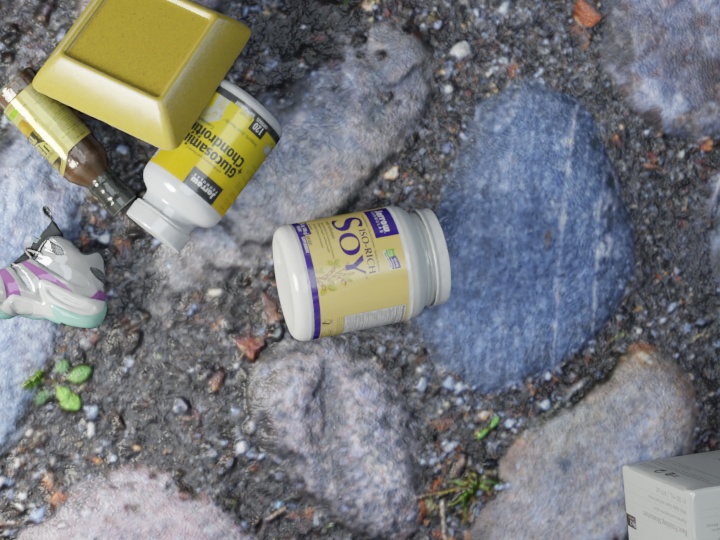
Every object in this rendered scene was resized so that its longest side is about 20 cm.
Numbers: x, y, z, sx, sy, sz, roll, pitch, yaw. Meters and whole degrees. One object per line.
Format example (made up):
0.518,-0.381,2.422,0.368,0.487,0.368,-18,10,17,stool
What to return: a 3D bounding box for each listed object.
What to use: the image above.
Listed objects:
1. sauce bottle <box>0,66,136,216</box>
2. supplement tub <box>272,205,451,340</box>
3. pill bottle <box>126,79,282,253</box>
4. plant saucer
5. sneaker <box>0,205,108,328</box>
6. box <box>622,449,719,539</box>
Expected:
-0.354,-0.152,1.402,0.065,0.065,0.200,-43,97,-9,sauce bottle
0.000,0.000,1.439,0.198,0.145,0.147,-11,93,-12,supplement tub
-0.194,-0.125,1.413,0.112,0.112,0.201,37,83,-10,pill bottle
-0.260,-0.266,1.372,0.198,0.049,0.201,24,66,9,plant saucer
-0.401,-0.010,1.392,0.198,0.078,0.142,8,87,-22,sneaker
0.478,0.321,1.517,0.198,0.199,0.132,-6,91,-12,box
